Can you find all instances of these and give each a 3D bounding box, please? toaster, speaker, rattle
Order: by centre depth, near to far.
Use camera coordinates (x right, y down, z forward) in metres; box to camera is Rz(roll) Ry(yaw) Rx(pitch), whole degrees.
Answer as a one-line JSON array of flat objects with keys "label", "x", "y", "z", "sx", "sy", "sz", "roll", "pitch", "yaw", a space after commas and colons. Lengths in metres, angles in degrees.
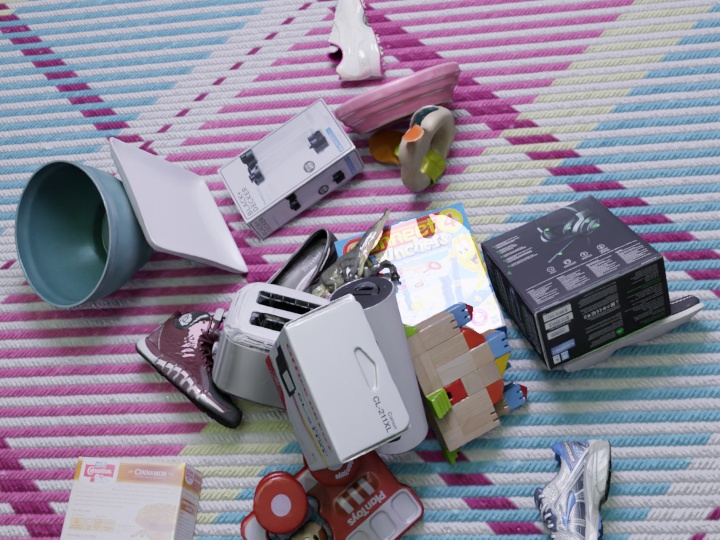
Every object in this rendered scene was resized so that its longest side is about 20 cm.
[{"label": "speaker", "x": 0.023, "y": 0.112, "z": 0.947, "sx": 0.079, "sy": 0.204, "sz": 0.082, "roll": -12, "pitch": 24, "yaw": 6}, {"label": "toaster", "x": -0.097, "y": 0.102, "z": 1.042, "sx": 0.196, "sy": 0.131, "sz": 0.115, "roll": 15, "pitch": 45, "yaw": 1}, {"label": "rattle", "x": 0.056, "y": -0.201, "z": 1.144, "sx": 0.143, "sy": 0.199, "sz": 0.131, "roll": 45, "pitch": 105, "yaw": 18}]

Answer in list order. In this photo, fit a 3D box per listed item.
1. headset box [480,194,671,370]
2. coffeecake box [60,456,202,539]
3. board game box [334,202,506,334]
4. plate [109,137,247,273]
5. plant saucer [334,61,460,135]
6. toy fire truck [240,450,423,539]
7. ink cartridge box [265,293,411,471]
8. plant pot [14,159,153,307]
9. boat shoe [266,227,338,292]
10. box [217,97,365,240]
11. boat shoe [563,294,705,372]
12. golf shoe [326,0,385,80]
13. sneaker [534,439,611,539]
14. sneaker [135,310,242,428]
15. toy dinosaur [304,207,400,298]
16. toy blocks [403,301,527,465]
[{"label": "headset box", "x": 0.268, "y": 0.006, "z": 1.033, "sx": 0.171, "sy": 0.094, "sz": 0.201, "roll": -23, "pitch": 32, "yaw": -2}, {"label": "coffeecake box", "x": -0.296, "y": 0.348, "z": 1.013, "sx": 0.150, "sy": 0.073, "sz": 0.204, "roll": 1, "pitch": 65, "yaw": 10}, {"label": "board game box", "x": 0.080, "y": 0.028, "z": 1.114, "sx": 0.196, "sy": 0.056, "sz": 0.199, "roll": -17, "pitch": 63, "yaw": 1}, {"label": "plate", "x": -0.268, "y": -0.084, "z": 1.161, "sx": 0.032, "sy": 0.199, "sz": 0.202, "roll": -40, "pitch": 62, "yaw": 18}, {"label": "plant saucer", "x": 0.060, "y": -0.251, "z": 1.195, "sx": 0.197, "sy": 0.201, "sz": 0.052, "roll": -21, "pitch": 96, "yaw": -1}, {"label": "toy fire truck", "x": -0.039, "y": 0.299, "z": 0.984, "sx": 0.199, "sy": 0.112, "sz": 0.169, "roll": -39, "pitch": 86, "yaw": -13}, {"label": "ink cartridge box", "x": -0.032, "y": 0.127, "z": 0.859, "sx": 0.081, "sy": 0.200, "sz": 0.148, "roll": -21, "pitch": 80, "yaw": -17}, {"label": "plant pot", "x": -0.384, "y": -0.054, "z": 1.165, "sx": 0.196, "sy": 0.133, "sz": 0.206, "roll": 2, "pitch": 95, "yaw": 30}, {"label": "boat shoe", "x": -0.103, "y": 0.020, "z": 1.147, "sx": 0.066, "sy": 0.057, "sz": 0.201, "roll": 32, "pitch": 73, "yaw": 22}, {"label": "box", "x": -0.106, "y": -0.154, "z": 1.216, "sx": 0.198, "sy": 0.060, "sz": 0.118, "roll": -33, "pitch": 63, "yaw": 2}, {"label": "boat shoe", "x": 0.347, "y": 0.068, "z": 1.045, "sx": 0.197, "sy": 0.074, "sz": 0.061, "roll": -24, "pitch": 67, "yaw": 7}, {"label": "golf shoe", "x": -0.023, "y": -0.400, "z": 1.329, "sx": 0.090, "sy": 0.076, "sz": 0.203, "roll": -20, "pitch": 62, "yaw": 3}, {"label": "sneaker", "x": 0.248, "y": 0.298, "z": 0.957, "sx": 0.083, "sy": 0.078, "sz": 0.203, "roll": 5, "pitch": 58, "yaw": 22}, {"label": "sneaker", "x": -0.213, "y": 0.120, "z": 1.110, "sx": 0.198, "sy": 0.076, "sz": 0.116, "roll": 34, "pitch": 71, "yaw": 23}, {"label": "toy dinosaur", "x": 0.000, "y": 0.000, "z": 1.085, "sx": 0.088, "sy": 0.048, "sz": 0.200, "roll": 34, "pitch": 73, "yaw": 31}, {"label": "toy blocks", "x": 0.134, "y": 0.124, "z": 1.012, "sx": 0.135, "sy": 0.100, "sz": 0.203, "roll": -26, "pitch": 96, "yaw": -9}]
